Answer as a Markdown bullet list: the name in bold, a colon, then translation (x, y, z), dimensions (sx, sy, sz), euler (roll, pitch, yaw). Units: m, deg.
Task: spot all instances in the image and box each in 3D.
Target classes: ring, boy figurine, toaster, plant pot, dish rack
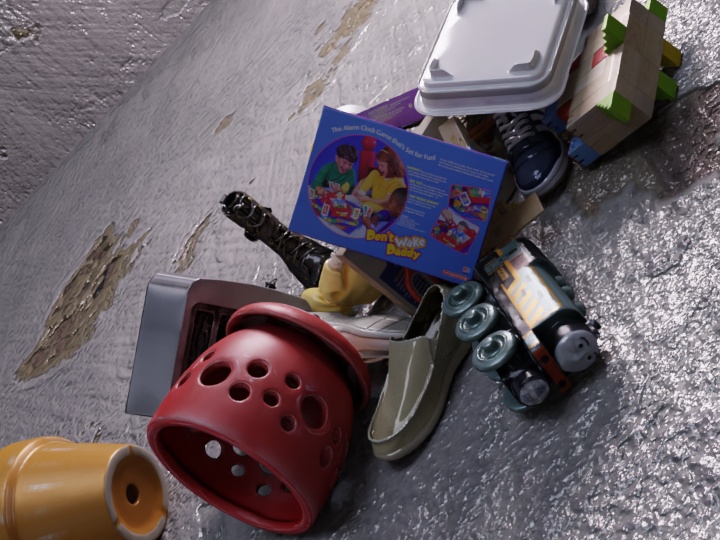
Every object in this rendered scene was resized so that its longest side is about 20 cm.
- **ring**: translation (0.091, -0.127, 1.416), dimensions (0.200, 0.019, 0.200), euler (-33, 7, 5)
- **boy figurine**: translation (0.000, 0.000, 1.376), dimensions (0.200, 0.124, 0.065), euler (-50, 58, 36)
- **toaster**: translation (-0.164, 0.093, 1.375), dimensions (0.118, 0.180, 0.202), euler (3, 81, 54)
- **plant pot**: translation (-0.352, 0.300, 1.479), dimensions (0.182, 0.201, 0.201), euler (-17, 39, 25)
- **dish rack**: translation (0.152, -0.253, 1.279), dimensions (0.170, 0.044, 0.201), euler (0, 47, 27)
- **plant pot**: translation (-0.099, 0.151, 1.233), dimensions (0.200, 0.200, 0.183), euler (-19, 33, 48)

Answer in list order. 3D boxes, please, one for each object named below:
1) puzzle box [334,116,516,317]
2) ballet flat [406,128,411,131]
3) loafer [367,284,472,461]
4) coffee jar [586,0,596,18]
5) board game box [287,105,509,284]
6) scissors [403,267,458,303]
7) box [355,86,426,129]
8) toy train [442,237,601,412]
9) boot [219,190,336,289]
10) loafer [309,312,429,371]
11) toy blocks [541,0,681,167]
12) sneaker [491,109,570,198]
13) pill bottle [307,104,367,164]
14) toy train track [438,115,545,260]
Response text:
- **puzzle box**: translation (0.075, -0.059, 1.290), dimensions (0.201, 0.133, 0.025), euler (-56, 21, -12)
- **ballet flat**: translation (0.028, -0.137, 1.329), dimensions (0.067, 0.067, 0.200), euler (-35, -6, 19)
- **loafer**: translation (0.055, 0.098, 1.188), dimensions (0.075, 0.068, 0.201), euler (-6, 50, 56)
- **coffee jar**: translation (0.202, -0.326, 1.492), dimensions (0.199, 0.085, 0.105), euler (-30, 32, 39)
- **board game box**: translation (0.040, -0.077, 1.204), dimensions (0.045, 0.199, 0.135), euler (-31, -41, -81)
- **scissors**: translation (0.035, -0.029, 1.244), dimensions (0.073, 0.199, 0.014), euler (-57, 12, -12)
- **box**: translation (0.107, -0.211, 1.423), dimensions (0.199, 0.039, 0.136), euler (-22, 5, -40)
- **toy train**: translation (0.151, 0.048, 1.091), dimensions (0.114, 0.085, 0.200), euler (-37, 27, 6)
- **boot**: translation (-0.099, -0.035, 1.497), dimensions (0.069, 0.174, 0.200), euler (-54, 25, -9)
- **loafer**: translation (-0.002, 0.084, 1.303), dimensions (0.199, 0.063, 0.072), euler (3, 13, 37)
- **toy blocks**: translation (0.254, -0.191, 1.241), dimensions (0.137, 0.100, 0.201), euler (-40, 24, 48)
- **sneaker**: translation (0.174, -0.169, 1.300), dimensions (0.070, 0.108, 0.201), euler (-32, 30, 29)
- **pill bottle**: translation (-0.018, -0.135, 1.572), dimensions (0.111, 0.111, 0.201), euler (-35, 30, 29)
- **toy train track**: translation (0.137, -0.075, 1.239), dimensions (0.115, 0.032, 0.201), euler (-37, 64, 30)
